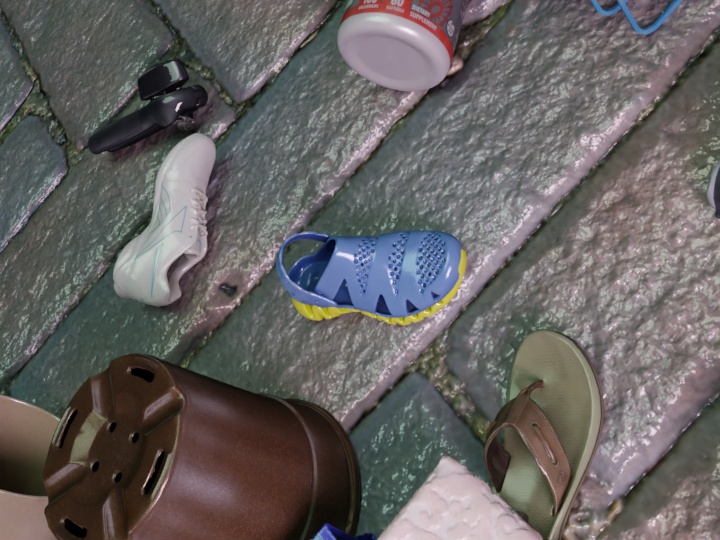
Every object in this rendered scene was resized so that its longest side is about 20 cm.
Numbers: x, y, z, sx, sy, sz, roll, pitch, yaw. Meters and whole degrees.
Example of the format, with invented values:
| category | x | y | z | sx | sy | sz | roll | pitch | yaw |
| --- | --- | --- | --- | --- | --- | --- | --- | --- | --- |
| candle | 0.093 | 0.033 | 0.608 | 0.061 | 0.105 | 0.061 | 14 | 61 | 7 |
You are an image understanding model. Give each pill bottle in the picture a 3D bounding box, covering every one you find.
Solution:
| category | x | y | z | sx | sy | sz | roll | pitch | yaw |
| --- | --- | --- | --- | --- | --- | --- | --- | --- | --- |
| pill bottle | 0.055 | -0.292 | 0.922 | 0.114 | 0.115 | 0.204 | 2 | 68 | 39 |

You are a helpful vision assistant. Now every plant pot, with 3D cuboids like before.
| category | x | y | z | sx | sy | sz | roll | pitch | yaw |
| --- | --- | --- | --- | --- | --- | --- | --- | --- | --- |
| plant pot | -0.391 | 0.258 | 0.949 | 0.187 | 0.185 | 0.203 | 38 | 105 | 44 |
| plant pot | -0.135 | 0.174 | 0.760 | 0.197 | 0.197 | 0.204 | -19 | 56 | 30 |

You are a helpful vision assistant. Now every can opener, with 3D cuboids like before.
| category | x | y | z | sx | sy | sz | roll | pitch | yaw |
| --- | --- | --- | --- | --- | --- | --- | --- | --- | --- |
| can opener | -0.265 | -0.189 | 1.164 | 0.198 | 0.063 | 0.080 | -24 | 79 | 39 |

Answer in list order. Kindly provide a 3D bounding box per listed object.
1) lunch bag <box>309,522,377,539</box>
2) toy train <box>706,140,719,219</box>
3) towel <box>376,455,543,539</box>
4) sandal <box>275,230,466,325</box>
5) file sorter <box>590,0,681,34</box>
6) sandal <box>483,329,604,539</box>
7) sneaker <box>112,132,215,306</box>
| category | x | y | z | sx | sy | sz | roll | pitch | yaw |
| --- | --- | --- | --- | --- | --- | --- | --- | --- | --- |
| lunch bag | -0.003 | 0.312 | 0.664 | 0.151 | 0.094 | 0.200 | -46 | 58 | 6 |
| toy train | 0.324 | -0.065 | 0.611 | 0.198 | 0.085 | 0.116 | 21 | 90 | 43 |
| towel | 0.069 | 0.252 | 0.588 | 0.199 | 0.032 | 0.191 | 40 | 75 | 20 |
| sandal | 0.000 | 0.000 | 0.827 | 0.197 | 0.087 | 0.081 | -9 | 59 | 33 |
| file sorter | 0.203 | -0.316 | 0.813 | 0.139 | 0.122 | 0.200 | -48 | 47 | 5 |
| sandal | 0.121 | 0.138 | 0.672 | 0.079 | 0.057 | 0.205 | 3 | 68 | 39 |
| sneaker | -0.196 | -0.053 | 1.034 | 0.079 | 0.070 | 0.204 | 16 | 80 | 27 |
